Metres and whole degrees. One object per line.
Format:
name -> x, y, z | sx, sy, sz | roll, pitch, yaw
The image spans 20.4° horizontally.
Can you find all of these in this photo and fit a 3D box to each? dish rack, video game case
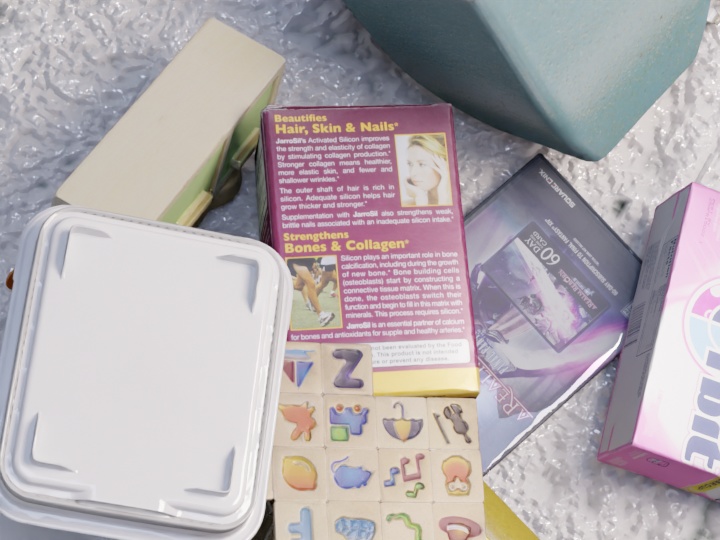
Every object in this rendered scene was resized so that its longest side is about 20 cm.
dish rack -> -0.127, 0.057, 1.183 | 0.170, 0.044, 0.202 | 11, 68, -11
video game case -> 0.100, 0.033, 1.385 | 0.200, 0.019, 0.143 | -40, 79, -15

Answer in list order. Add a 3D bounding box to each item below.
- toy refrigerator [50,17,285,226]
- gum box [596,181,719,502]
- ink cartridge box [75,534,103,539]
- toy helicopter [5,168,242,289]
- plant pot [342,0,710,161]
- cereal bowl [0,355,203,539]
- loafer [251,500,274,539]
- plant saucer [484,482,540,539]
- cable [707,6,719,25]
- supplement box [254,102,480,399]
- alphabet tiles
toy refrigerator -> -0.125, -0.072, 1.326 | 0.070, 0.076, 0.200 | 29, 50, 7
gum box -> 0.242, 0.047, 1.352 | 0.113, 0.066, 0.202 | 19, 72, -11
ink cartridge box -> -0.155, 0.231, 1.272 | 0.144, 0.083, 0.202 | -7, 73, -6
toy helicopter -> -0.153, -0.014, 1.366 | 0.132, 0.079, 0.201 | 27, 62, 14
plant pot -> 0.123, -0.190, 1.349 | 0.196, 0.200, 0.195 | -46, 37, -15
cereal bowl -> -0.197, 0.156, 1.195 | 0.198, 0.083, 0.202 | 6, 69, -16
loafer -> -0.041, 0.179, 1.261 | 0.076, 0.067, 0.201 | 45, 38, -29
plant saucer -> 0.050, 0.242, 1.292 | 0.200, 0.048, 0.200 | -43, 80, -10
cable -> 0.237, -0.300, 1.468 | 0.199, 0.069, 0.201 | 26, 73, 4
supplement box -> 0.000, 0.000, 1.321 | 0.130, 0.103, 0.202 | -2, 73, -8
alphabet tiles -> -0.021, 0.124, 1.211 | 0.198, 0.008, 0.169 | 2, 69, -14
